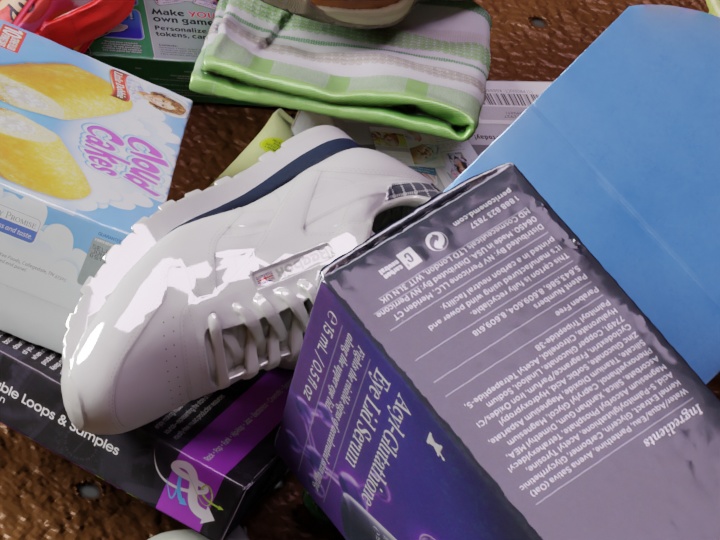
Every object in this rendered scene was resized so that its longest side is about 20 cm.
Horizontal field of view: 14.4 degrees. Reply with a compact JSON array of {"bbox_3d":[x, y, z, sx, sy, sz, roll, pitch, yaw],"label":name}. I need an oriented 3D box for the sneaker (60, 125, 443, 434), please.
[{"bbox_3d":[-0.042,0.008,1.199,0.080,0.077,0.200,30,52,30],"label":"sneaker"}]

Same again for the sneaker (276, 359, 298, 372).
[{"bbox_3d":[0.000,0.000,1.309,0.198,0.085,0.077,13,29,7],"label":"sneaker"}]

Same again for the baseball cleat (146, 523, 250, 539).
[{"bbox_3d":[-0.004,0.164,1.217,0.198,0.070,0.107,4,46,0],"label":"baseball cleat"}]

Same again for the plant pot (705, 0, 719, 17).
[{"bbox_3d":[0.242,-0.052,1.453,0.199,0.185,0.201,11,37,-8],"label":"plant pot"}]

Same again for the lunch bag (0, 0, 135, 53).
[{"bbox_3d":[-0.192,-0.157,1.470,0.175,0.082,0.200,13,48,23],"label":"lunch bag"}]

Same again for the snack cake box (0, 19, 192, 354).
[{"bbox_3d":[-0.145,-0.040,1.294,0.114,0.068,0.200,21,21,-7],"label":"snack cake box"}]

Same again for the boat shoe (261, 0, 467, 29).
[{"bbox_3d":[0.011,-0.177,1.492,0.075,0.074,0.200,22,24,25],"label":"boat shoe"}]

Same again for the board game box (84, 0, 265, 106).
[{"bbox_3d":[-0.105,-0.145,1.570,0.198,0.029,0.135,3,40,-15],"label":"board game box"}]

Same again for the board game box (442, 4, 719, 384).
[{"bbox_3d":[0.137,-0.021,1.351,0.158,0.200,0.039,47,7,19],"label":"board game box"}]

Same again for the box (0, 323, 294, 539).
[{"bbox_3d":[-0.120,0.040,1.273,0.199,0.036,0.143,30,20,8],"label":"box"}]

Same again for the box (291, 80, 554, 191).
[{"bbox_3d":[0.069,-0.014,1.438,0.155,0.041,0.201,-2,48,-28],"label":"box"}]

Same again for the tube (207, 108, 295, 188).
[{"bbox_3d":[-0.058,-0.021,1.424,0.052,0.058,0.200,-6,21,32],"label":"tube"}]

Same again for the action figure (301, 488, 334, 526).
[{"bbox_3d":[0.072,0.110,1.307,0.198,0.055,0.119,7,41,-1],"label":"action figure"}]

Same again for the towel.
[{"bbox_3d":[-0.005,-0.118,1.467,0.148,0.031,0.200,9,19,0],"label":"towel"}]

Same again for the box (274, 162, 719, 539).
[{"bbox_3d":[0.070,0.086,1.152,0.104,0.148,0.200,-30,67,-25],"label":"box"}]
